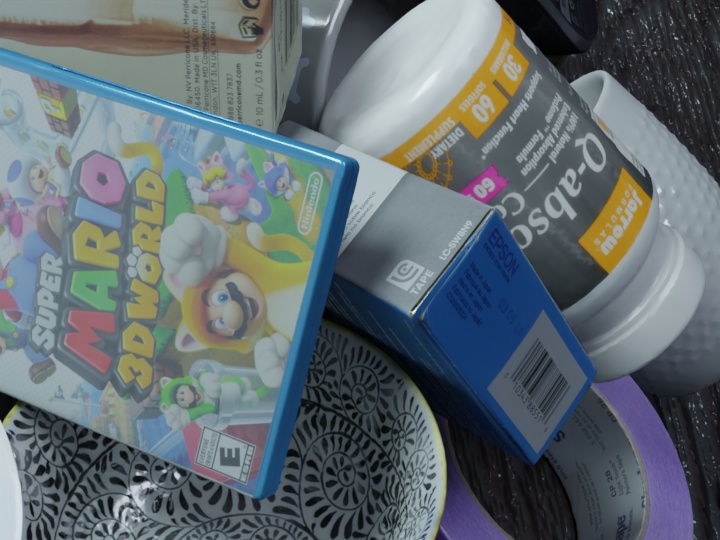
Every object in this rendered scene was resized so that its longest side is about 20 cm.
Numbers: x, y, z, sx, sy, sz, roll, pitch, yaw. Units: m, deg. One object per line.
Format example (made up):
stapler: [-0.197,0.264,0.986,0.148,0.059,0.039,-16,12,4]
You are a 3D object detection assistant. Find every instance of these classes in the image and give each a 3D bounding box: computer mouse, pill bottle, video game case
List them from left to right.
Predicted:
video game case: [-0.107,-0.005,0.617,0.199,0.144,0.018,19,11,22]
computer mouse: [0.089,-0.204,0.935,0.200,0.053,0.139,36,44,-48]
pill bottle: [0.082,-0.039,0.752,0.200,0.116,0.117,43,40,-22]

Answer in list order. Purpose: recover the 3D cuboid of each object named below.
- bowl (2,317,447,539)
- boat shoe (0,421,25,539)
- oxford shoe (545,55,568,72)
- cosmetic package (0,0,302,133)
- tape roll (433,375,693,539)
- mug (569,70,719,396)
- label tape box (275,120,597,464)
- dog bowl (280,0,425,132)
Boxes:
bowl: [-0.060,0.118,0.642,0.200,0.094,0.201,-3,44,2]
boat shoe: [-0.196,0.066,0.608,0.072,0.068,0.200,-32,62,-19]
oxford shoe: [0.062,-0.195,1.026,0.200,0.075,0.071,38,42,-7]
cosmetic package: [-0.130,-0.127,0.686,0.199,0.088,0.104,3,34,3]
tape roll: [0.086,0.115,0.804,0.199,0.066,0.201,20,48,-24]
mug: [0.169,-0.025,0.925,0.175,0.148,0.200,41,36,-11]
label tape box: [0.000,0.000,0.704,0.063,0.200,0.144,-53,139,-13]
dog bowl: [0.004,-0.104,0.837,0.058,0.201,0.200,12,29,32]
